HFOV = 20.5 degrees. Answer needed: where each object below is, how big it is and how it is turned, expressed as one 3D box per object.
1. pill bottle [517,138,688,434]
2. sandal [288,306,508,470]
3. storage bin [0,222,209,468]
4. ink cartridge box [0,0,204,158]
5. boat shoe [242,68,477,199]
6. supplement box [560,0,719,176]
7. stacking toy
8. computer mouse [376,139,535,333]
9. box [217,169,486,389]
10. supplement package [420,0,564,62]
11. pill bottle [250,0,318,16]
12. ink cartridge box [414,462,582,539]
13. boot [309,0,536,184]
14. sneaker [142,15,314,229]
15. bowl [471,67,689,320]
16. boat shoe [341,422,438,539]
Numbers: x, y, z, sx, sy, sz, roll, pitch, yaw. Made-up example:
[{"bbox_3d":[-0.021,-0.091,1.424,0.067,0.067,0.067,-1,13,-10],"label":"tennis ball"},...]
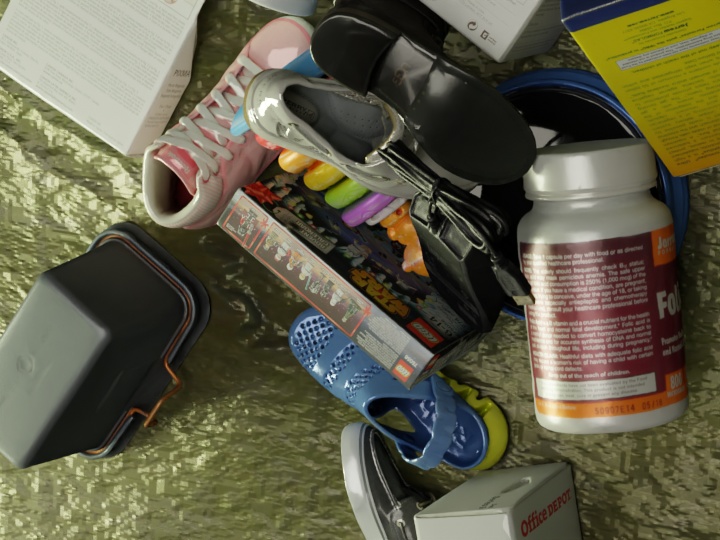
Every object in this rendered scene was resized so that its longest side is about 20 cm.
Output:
[{"bbox_3d":[0.174,0.009,1.440,0.114,0.114,0.201,-3,99,24],"label":"pill bottle"},{"bbox_3d":[0.023,0.094,1.582,0.200,0.087,0.080,32,112,18],"label":"sandal"},{"bbox_3d":[-0.235,0.080,1.667,0.145,0.134,0.200,41,114,12],"label":"storage bin"},{"bbox_3d":[-0.203,-0.219,1.652,0.162,0.057,0.201,34,103,15],"label":"ink cartridge box"},{"bbox_3d":[0.014,-0.096,1.450,0.069,0.199,0.071,7,83,65],"label":"boat shoe"},{"bbox_3d":[0.226,-0.172,1.368,0.109,0.200,0.109,-16,53,25],"label":"supplement box"},{"bbox_3d":[0.003,-0.078,1.530,0.116,0.110,0.200,-40,97,-19],"label":"stacking toy"},{"bbox_3d":[0.090,-0.012,1.436,0.046,0.200,0.140,-40,51,-12],"label":"computer mouse"},{"bbox_3d":[0.000,0.000,1.546,0.200,0.137,0.040,40,115,12],"label":"box"},{"bbox_3d":[0.130,-0.270,1.447,0.120,0.121,0.200,40,112,12],"label":"supplement package"},{"bbox_3d":[-0.039,-0.304,1.524,0.108,0.109,0.201,29,110,17],"label":"pill bottle"},{"bbox_3d":[0.119,0.263,1.537,0.084,0.146,0.201,-7,96,26],"label":"ink cartridge box"},{"bbox_3d":[0.050,-0.160,1.445,0.200,0.174,0.069,36,115,-9],"label":"boot"},{"bbox_3d":[-0.106,-0.113,1.592,0.075,0.105,0.201,40,111,14],"label":"sneaker"},{"bbox_3d":[0.151,-0.054,1.523,0.200,0.039,0.202,4,101,23],"label":"bowl"},{"bbox_3d":[0.043,0.213,1.605,0.066,0.070,0.201,-17,93,18],"label":"boat shoe"}]
